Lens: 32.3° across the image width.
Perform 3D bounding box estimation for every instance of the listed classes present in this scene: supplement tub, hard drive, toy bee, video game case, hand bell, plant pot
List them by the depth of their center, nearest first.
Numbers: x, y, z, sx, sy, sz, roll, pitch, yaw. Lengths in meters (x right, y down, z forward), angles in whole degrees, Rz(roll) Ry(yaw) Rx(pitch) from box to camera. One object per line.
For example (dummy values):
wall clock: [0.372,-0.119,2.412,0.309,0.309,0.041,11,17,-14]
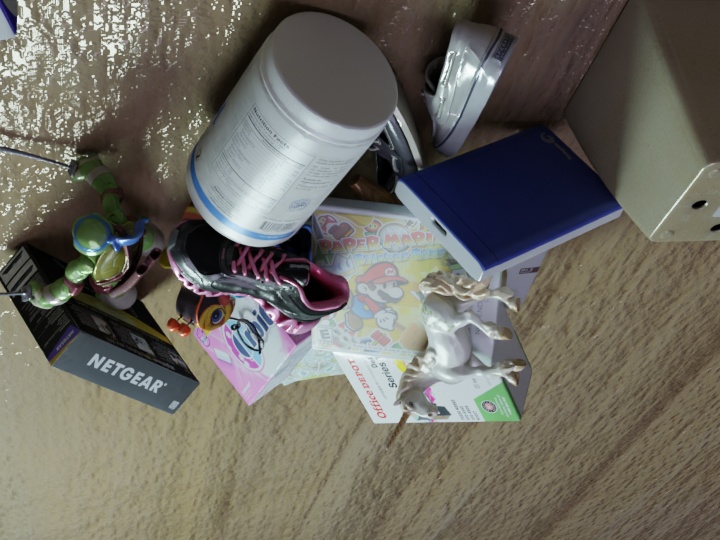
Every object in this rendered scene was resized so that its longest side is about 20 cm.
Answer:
supplement tub: [-0.067,-0.124,1.138,0.131,0.133,0.200,8,145,-30]
plant pot: [0.340,-0.138,1.206,0.198,0.179,0.200,-1,150,-16]
hard drive: [0.150,-0.072,1.231,0.199,0.132,0.026,-23,147,-33]
video game case: [0.046,0.016,1.289,0.198,0.023,0.184,7,123,8]
toy bee: [-0.156,0.019,1.302,0.130,0.202,0.108,-7,-160,47]
hand bell: [0.057,-0.033,1.305,0.104,0.105,0.200,-27,126,28]

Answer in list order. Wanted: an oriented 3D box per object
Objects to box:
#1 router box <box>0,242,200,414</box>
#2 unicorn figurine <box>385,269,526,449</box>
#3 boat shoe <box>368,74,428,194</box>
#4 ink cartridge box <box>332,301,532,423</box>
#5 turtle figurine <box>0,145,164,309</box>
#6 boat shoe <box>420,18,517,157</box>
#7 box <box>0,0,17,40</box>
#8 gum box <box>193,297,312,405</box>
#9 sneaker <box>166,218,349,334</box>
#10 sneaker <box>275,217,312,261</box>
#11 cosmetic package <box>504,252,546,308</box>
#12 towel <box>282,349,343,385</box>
router box: [-0.287,0.067,1.370,0.052,0.157,0.200,-48,142,7]
unicorn figurine: [0.097,0.084,1.276,0.136,0.202,0.074,4,-161,20]
boat shoe: [0.028,-0.126,1.229,0.062,0.073,0.200,-14,157,7]
ink cartridge box: [0.085,0.106,1.479,0.198,0.084,0.145,-5,134,27]
turtle figurine: [-0.283,-0.036,1.235,0.198,0.146,0.194,-8,167,7]
boat shoe: [0.089,-0.173,1.176,0.065,0.072,0.200,27,163,0]
box: [-0.362,-0.240,0.857,0.198,0.106,0.184,-10,151,0]
gum box: [-0.113,0.062,1.437,0.066,0.114,0.200,-34,171,-33]
sneaker: [-0.093,-0.001,1.212,0.199,0.080,0.095,24,157,-34]
sneaker: [-0.063,-0.030,1.352,0.075,0.089,0.200,-22,151,16]
cosmetic package: [0.157,-0.032,1.440,0.100,0.075,0.201,-5,152,-9]
towel: [-0.039,0.080,1.601,0.169,0.049,0.201,-9,151,-10]
